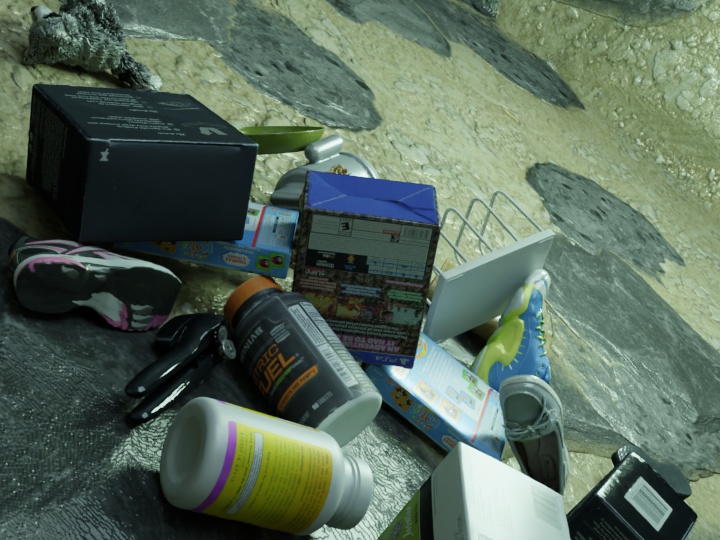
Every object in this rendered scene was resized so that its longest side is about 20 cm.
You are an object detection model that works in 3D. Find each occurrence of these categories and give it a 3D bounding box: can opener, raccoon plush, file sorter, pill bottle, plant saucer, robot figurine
[{"bbox_3d":[-0.188,0.102,1.237,0.200,0.078,0.064,-57,134,-61],"label":"can opener"},{"bbox_3d":[-0.356,-0.289,1.601,0.199,0.097,0.135,32,34,-15],"label":"raccoon plush"},{"bbox_3d":[0.145,-0.010,1.664,0.198,0.140,0.125,-21,54,-30],"label":"file sorter"},{"bbox_3d":[-0.086,0.195,1.150,0.198,0.105,0.105,21,30,-32],"label":"pill bottle"},{"bbox_3d":[-0.147,-0.180,1.650,0.197,0.032,0.200,-1,10,0],"label":"plant saucer"},{"bbox_3d":[-0.072,0.099,1.322,0.106,0.107,0.200,-1,45,-53],"label":"pill bottle"},{"bbox_3d":[-0.043,-0.097,1.642,0.112,0.172,0.199,10,22,31],"label":"robot figurine"}]

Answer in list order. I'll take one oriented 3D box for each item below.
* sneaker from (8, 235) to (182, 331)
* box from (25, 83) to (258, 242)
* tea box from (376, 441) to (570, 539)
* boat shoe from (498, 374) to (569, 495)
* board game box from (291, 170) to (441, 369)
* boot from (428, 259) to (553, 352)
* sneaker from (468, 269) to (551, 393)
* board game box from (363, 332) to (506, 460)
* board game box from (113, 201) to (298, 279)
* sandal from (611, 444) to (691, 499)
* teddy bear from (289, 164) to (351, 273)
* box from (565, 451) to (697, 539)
[{"bbox_3d":[-0.278,-0.001,1.251,0.199,0.081,0.086,19,22,-46],"label":"sneaker"},{"bbox_3d":[-0.247,-0.120,1.324,0.195,0.119,0.200,-2,24,-33],"label":"box"},{"bbox_3d":[0.094,0.310,1.093,0.133,0.197,0.201,29,28,-17],"label":"tea box"},{"bbox_3d":[0.219,0.213,1.478,0.065,0.073,0.204,-84,160,-52],"label":"boat shoe"},{"bbox_3d":[0.000,0.000,1.412,0.157,0.202,0.097,7,31,-4],"label":"board game box"},{"bbox_3d":[0.177,0.084,1.731,0.199,0.066,0.175,37,22,1],"label":"boot"},{"bbox_3d":[0.229,0.102,1.634,0.104,0.201,0.076,31,-11,8],"label":"sneaker"},{"bbox_3d":[0.101,0.157,1.516,0.199,0.037,0.151,40,26,-2],"label":"board game box"},{"bbox_3d":[-0.176,-0.050,1.399,0.197,0.037,0.152,12,22,-3],"label":"board game box"},{"bbox_3d":[0.417,0.305,1.716,0.199,0.043,0.077,26,34,-45],"label":"sandal"},{"bbox_3d":[-0.030,-0.036,1.541,0.200,0.145,0.067,49,-14,-33],"label":"teddy bear"},{"bbox_3d":[0.247,0.314,1.285,0.104,0.201,0.148,45,27,13],"label":"box"}]
